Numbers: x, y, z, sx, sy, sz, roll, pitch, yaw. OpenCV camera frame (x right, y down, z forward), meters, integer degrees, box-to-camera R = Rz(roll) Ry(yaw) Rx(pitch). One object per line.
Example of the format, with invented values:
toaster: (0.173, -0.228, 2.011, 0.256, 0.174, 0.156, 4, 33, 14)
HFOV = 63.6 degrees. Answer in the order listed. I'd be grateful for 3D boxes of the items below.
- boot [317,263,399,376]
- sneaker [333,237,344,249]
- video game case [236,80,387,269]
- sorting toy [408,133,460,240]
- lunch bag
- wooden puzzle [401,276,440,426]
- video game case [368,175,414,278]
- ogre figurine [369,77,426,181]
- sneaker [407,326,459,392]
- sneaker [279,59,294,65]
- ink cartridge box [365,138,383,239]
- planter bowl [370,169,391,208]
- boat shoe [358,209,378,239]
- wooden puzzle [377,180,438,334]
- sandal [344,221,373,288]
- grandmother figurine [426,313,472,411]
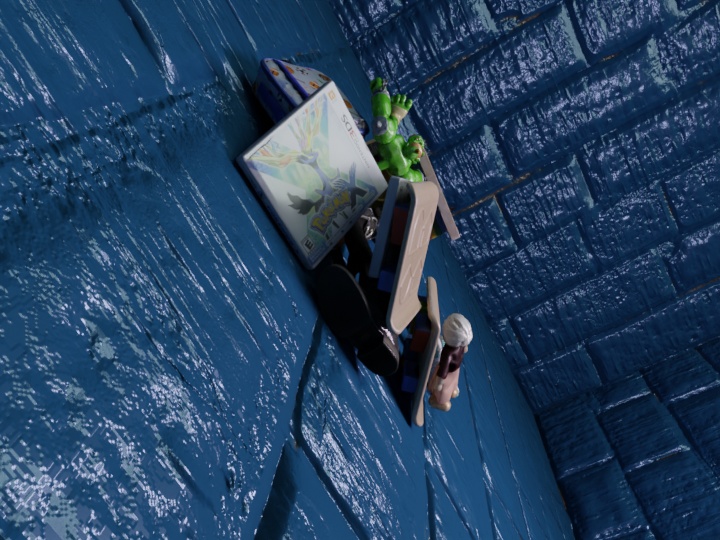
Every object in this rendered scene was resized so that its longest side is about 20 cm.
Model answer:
boot: (0.013, 0.043, 0.877, 0.203, 0.068, 0.175, 60, 25, -22)
sneaker: (-0.068, -0.106, 0.883, 0.201, 0.076, 0.074, 54, 15, -43)
video game case: (-0.058, -0.137, 0.827, 0.201, 0.022, 0.184, -48, 120, -30)
sorting toy: (0.125, -0.166, 1.189, 0.200, 0.068, 0.203, -80, 146, -74)
lunch bag: (-0.083, -0.260, 0.939, 0.158, 0.076, 0.201, -1, 44, -45)
wooden puzzle: (0.101, 0.135, 1.017, 0.186, 0.045, 0.205, -77, 174, -70)
video game case: (0.063, -0.068, 0.912, 0.199, 0.018, 0.147, -13, 117, -71)
ogre figurine: (0.062, -0.209, 0.984, 0.121, 0.095, 0.204, -78, 165, -51)
sneaker: (0.157, 0.168, 1.214, 0.092, 0.076, 0.204, -56, 131, -50)
sneaker: (-0.114, -0.285, 1.084, 0.204, 0.073, 0.087, 64, -11, -7)
ink cartridge box: (0.041, -0.169, 1.286, 0.200, 0.073, 0.168, 89, -19, -74)
planter bowl: (-0.038, -0.152, 0.992, 0.197, 0.084, 0.202, 27, 29, -16)
boat shoe: (0.003, -0.093, 1.134, 0.065, 0.070, 0.200, 64, 12, 5)
wooden puzzle: (0.068, -0.028, 0.854, 0.185, 0.045, 0.206, -30, 128, -71)
sandal: (0.000, 0.000, 1.004, 0.075, 0.047, 0.204, 24, 41, -56)
grandmother figurine: (0.154, 0.159, 1.011, 0.122, 0.059, 0.204, -58, 158, -47)
